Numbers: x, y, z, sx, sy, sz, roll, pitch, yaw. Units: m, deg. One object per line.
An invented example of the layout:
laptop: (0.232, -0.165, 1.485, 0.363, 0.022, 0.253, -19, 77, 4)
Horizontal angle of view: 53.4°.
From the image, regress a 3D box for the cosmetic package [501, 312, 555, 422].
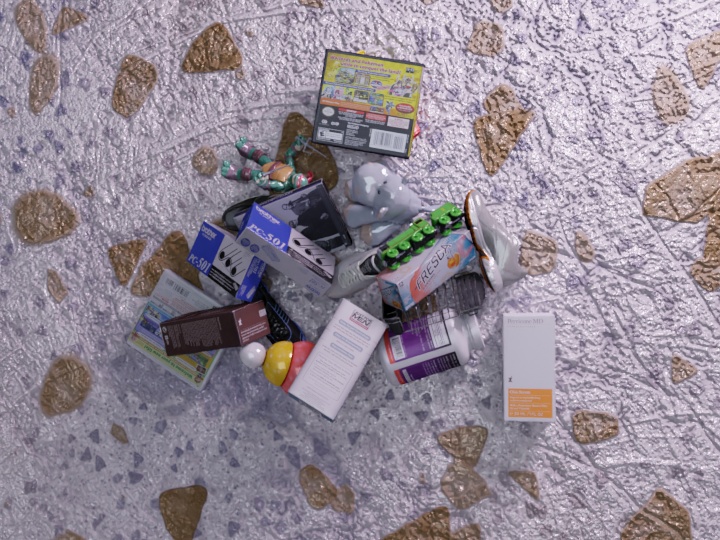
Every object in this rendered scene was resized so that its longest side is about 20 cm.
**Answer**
cosmetic package: (0.322, 0.184, 1.375, 0.100, 0.071, 0.204, -1, 89, 10)

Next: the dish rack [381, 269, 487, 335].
dish rack: (0.141, 0.048, 1.368, 0.197, 0.154, 0.055, -17, 119, 11)

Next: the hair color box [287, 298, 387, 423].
hair color box: (-0.041, 0.166, 1.320, 0.098, 0.061, 0.202, 30, 74, 6)

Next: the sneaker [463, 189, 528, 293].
sneaker: (0.263, -0.065, 1.391, 0.091, 0.076, 0.203, -19, 94, 2)

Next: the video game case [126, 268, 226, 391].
video game case: (-0.375, 0.126, 1.520, 0.198, 0.022, 0.184, 31, 95, 7)

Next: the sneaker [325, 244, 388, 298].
sneaker: (0.000, 0.000, 1.414, 0.198, 0.080, 0.077, -29, 90, 24)

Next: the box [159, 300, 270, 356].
box: (-0.288, 0.114, 1.413, 0.197, 0.100, 0.076, -12, 94, 30)

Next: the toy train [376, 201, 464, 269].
toy train: (0.112, -0.068, 1.347, 0.199, 0.042, 0.056, -32, 45, -22)

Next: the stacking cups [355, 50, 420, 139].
stacking cups: (0.044, -0.342, 1.434, 0.060, 0.060, 0.201, -37, 89, 8)

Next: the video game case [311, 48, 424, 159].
video game case: (0.015, -0.324, 1.395, 0.197, 0.025, 0.184, 10, 94, 6)

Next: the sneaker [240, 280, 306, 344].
sneaker: (-0.184, 0.101, 1.458, 0.070, 0.078, 0.201, -40, 84, 7)

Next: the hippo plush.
hippo plush: (0.042, -0.123, 1.376, 0.199, 0.161, 0.160, 36, 96, 8)

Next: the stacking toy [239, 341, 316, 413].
stacking toy: (-0.138, 0.181, 1.388, 0.197, 0.146, 0.148, 22, 94, -16)

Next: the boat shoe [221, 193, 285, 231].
boat shoe: (-0.196, -0.123, 1.467, 0.197, 0.068, 0.073, -8, 91, 11)

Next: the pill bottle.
pill bottle: (0.136, 0.143, 1.386, 0.197, 0.112, 0.114, -19, 87, 9)

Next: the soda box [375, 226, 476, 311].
soda box: (0.126, -0.007, 1.353, 0.199, 0.068, 0.064, -36, 121, -25)

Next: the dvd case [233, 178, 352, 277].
dvd case: (-0.134, -0.082, 1.433, 0.197, 0.025, 0.152, -19, 119, 14)

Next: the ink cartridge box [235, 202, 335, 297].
ink cartridge box: (-0.141, -0.039, 1.380, 0.199, 0.095, 0.044, 34, 119, -18)

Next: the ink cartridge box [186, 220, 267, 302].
ink cartridge box: (-0.269, -0.021, 1.439, 0.199, 0.044, 0.095, 30, 97, 43)

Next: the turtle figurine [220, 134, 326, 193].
turtle figurine: (-0.173, -0.203, 1.438, 0.197, 0.150, 0.102, 16, 135, 21)
